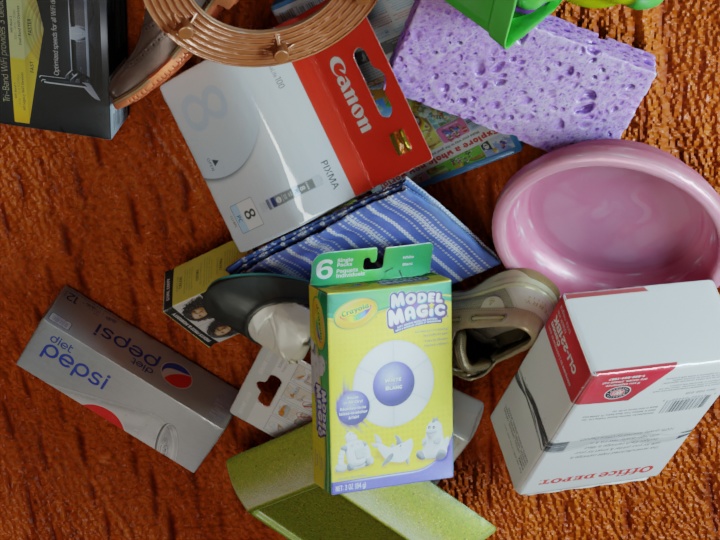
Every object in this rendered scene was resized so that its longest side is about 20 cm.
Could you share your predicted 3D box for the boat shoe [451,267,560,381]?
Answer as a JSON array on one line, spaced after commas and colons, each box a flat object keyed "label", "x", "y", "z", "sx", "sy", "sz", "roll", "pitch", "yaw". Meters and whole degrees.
[{"label": "boat shoe", "x": 0.092, "y": 0.059, "z": 1.668, "sx": 0.072, "sy": 0.065, "sz": 0.200, "roll": 37, "pitch": 144, "yaw": -22}]

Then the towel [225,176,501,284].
[{"label": "towel", "x": 0.000, "y": 0.000, "z": 1.645, "sx": 0.200, "sy": 0.024, "sz": 0.145, "roll": -26, "pitch": 137, "yaw": 27}]

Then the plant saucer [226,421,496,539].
[{"label": "plant saucer", "x": -0.010, "y": 0.227, "z": 1.775, "sx": 0.200, "sy": 0.048, "sz": 0.200, "roll": 37, "pitch": 146, "yaw": -18}]

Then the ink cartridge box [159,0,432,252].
[{"label": "ink cartridge box", "x": -0.056, "y": -0.122, "z": 1.589, "sx": 0.200, "sy": 0.047, "sz": 0.160, "roll": -24, "pitch": 93, "yaw": 38}]

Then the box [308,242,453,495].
[{"label": "box", "x": 0.019, "y": 0.080, "z": 1.599, "sx": 0.117, "sy": 0.048, "sz": 0.200, "roll": -6, "pitch": 101, "yaw": -22}]

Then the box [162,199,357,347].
[{"label": "box", "x": -0.076, "y": 0.000, "z": 1.699, "sx": 0.200, "sy": 0.050, "sz": 0.075, "roll": -24, "pitch": 137, "yaw": 24}]

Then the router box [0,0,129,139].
[{"label": "router box", "x": -0.281, "y": -0.219, "z": 1.630, "sx": 0.157, "sy": 0.052, "sz": 0.200, "roll": 9, "pitch": 122, "yaw": 9}]

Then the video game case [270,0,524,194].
[{"label": "video game case", "x": 0.032, "y": -0.164, "z": 1.606, "sx": 0.143, "sy": 0.018, "sz": 0.200, "roll": -19, "pitch": 114, "yaw": 23}]

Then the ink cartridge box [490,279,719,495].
[{"label": "ink cartridge box", "x": 0.212, "y": 0.101, "z": 1.614, "sx": 0.144, "sy": 0.084, "sz": 0.200, "roll": -5, "pitch": 146, "yaw": -21}]

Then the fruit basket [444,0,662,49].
[{"label": "fruit basket", "x": 0.157, "y": -0.264, "z": 1.429, "sx": 0.215, "sy": 0.156, "sz": 0.216, "roll": 14, "pitch": 122, "yaw": 23}]

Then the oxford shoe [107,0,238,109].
[{"label": "oxford shoe", "x": -0.154, "y": -0.219, "z": 1.590, "sx": 0.073, "sy": 0.071, "sz": 0.200, "roll": 41, "pitch": 108, "yaw": -6}]

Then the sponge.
[{"label": "sponge", "x": 0.127, "y": -0.160, "z": 1.548, "sx": 0.200, "sy": 0.030, "sz": 0.112, "roll": 20, "pitch": 131, "yaw": -8}]

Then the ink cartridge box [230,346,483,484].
[{"label": "ink cartridge box", "x": -0.006, "y": 0.127, "z": 1.734, "sx": 0.200, "sy": 0.047, "sz": 0.160, "roll": 28, "pitch": 147, "yaw": -1}]

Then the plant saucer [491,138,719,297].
[{"label": "plant saucer", "x": 0.211, "y": -0.040, "z": 1.591, "sx": 0.200, "sy": 0.051, "sz": 0.201, "roll": 9, "pitch": 139, "yaw": 8}]

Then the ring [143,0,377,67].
[{"label": "ring", "x": -0.072, "y": -0.234, "z": 1.478, "sx": 0.200, "sy": 0.019, "sz": 0.201, "roll": -7, "pitch": 136, "yaw": -7}]

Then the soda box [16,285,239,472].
[{"label": "soda box", "x": -0.217, "y": 0.103, "z": 1.802, "sx": 0.200, "sy": 0.063, "sz": 0.068, "roll": 32, "pitch": 123, "yaw": -6}]

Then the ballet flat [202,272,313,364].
[{"label": "ballet flat", "x": -0.034, "y": 0.046, "z": 1.631, "sx": 0.200, "sy": 0.068, "sz": 0.068, "roll": 6, "pitch": 130, "yaw": -18}]
